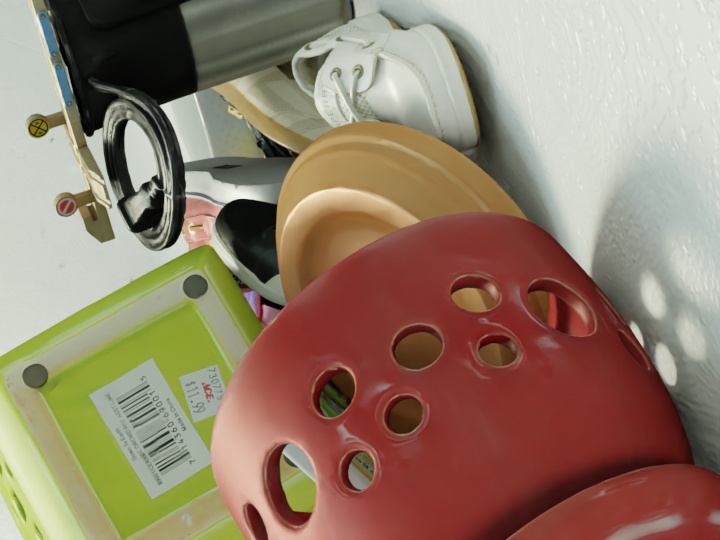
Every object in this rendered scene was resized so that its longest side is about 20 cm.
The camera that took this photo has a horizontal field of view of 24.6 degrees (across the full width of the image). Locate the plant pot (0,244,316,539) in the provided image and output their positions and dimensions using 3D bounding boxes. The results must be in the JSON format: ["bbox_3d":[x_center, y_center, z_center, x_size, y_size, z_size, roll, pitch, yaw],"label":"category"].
[{"bbox_3d":[-0.126,0.113,1.031,0.201,0.198,0.182,58,166,12],"label":"plant pot"}]

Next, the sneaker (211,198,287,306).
[{"bbox_3d":[-0.002,-0.024,0.980,0.199,0.073,0.113,29,130,25],"label":"sneaker"}]

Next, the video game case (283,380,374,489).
[{"bbox_3d":[0.032,0.127,0.937,0.200,0.023,0.182,43,-170,-1],"label":"video game case"}]

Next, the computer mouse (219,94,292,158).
[{"bbox_3d":[-0.082,-0.061,1.267,0.200,0.046,0.141,96,151,-65],"label":"computer mouse"}]

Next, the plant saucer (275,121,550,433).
[{"bbox_3d":[0.025,0.018,0.889,0.199,0.037,0.202,27,136,30],"label":"plant saucer"}]

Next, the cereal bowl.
[{"bbox_3d":[-0.118,-0.168,1.376,0.200,0.083,0.202,161,90,-78],"label":"cereal bowl"}]

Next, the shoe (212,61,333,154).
[{"bbox_3d":[-0.049,-0.121,1.132,0.200,0.054,0.070,38,-165,36],"label":"shoe"}]

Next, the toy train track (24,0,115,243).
[{"bbox_3d":[-0.193,-0.104,1.015,0.115,0.032,0.202,-127,22,-56],"label":"toy train track"}]

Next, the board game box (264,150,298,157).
[{"bbox_3d":[-0.033,-0.057,1.263,0.201,0.040,0.154,83,164,-46],"label":"board game box"}]

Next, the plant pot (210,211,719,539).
[{"bbox_3d":[0.060,0.104,0.724,0.183,0.199,0.201,50,158,38],"label":"plant pot"}]

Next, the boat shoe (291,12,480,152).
[{"bbox_3d":[0.009,-0.098,0.925,0.200,0.069,0.071,-143,37,-69],"label":"boat shoe"}]

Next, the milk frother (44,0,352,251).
[{"bbox_3d":[-0.091,-0.133,1.047,0.180,0.187,0.202,175,75,-79],"label":"milk frother"}]

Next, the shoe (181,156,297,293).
[{"bbox_3d":[-0.078,-0.028,1.151,0.200,0.071,0.092,11,113,63],"label":"shoe"}]

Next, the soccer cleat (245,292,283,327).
[{"bbox_3d":[-0.078,0.073,1.343,0.073,0.068,0.201,116,164,-50],"label":"soccer cleat"}]
